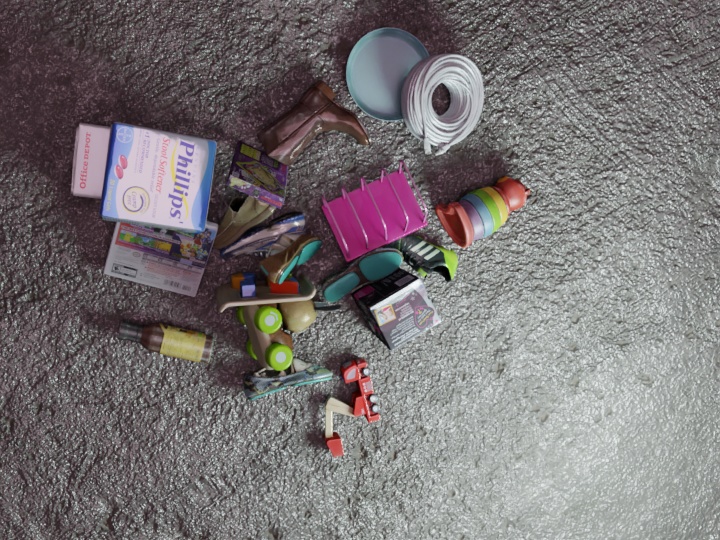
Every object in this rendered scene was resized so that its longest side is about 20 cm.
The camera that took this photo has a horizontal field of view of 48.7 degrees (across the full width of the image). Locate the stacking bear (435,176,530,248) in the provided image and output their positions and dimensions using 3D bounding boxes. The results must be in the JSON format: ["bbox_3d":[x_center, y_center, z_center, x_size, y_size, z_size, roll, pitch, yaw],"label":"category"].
[{"bbox_3d":[0.291,-0.146,1.812,0.199,0.121,0.114,-30,101,-15],"label":"stacking bear"}]

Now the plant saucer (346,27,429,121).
[{"bbox_3d":[0.063,-0.432,1.762,0.199,0.027,0.202,-2,98,-13],"label":"plant saucer"}]

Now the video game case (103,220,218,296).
[{"bbox_3d":[-0.418,-0.045,1.662,0.199,0.023,0.183,16,119,-16],"label":"video game case"}]

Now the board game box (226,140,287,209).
[{"bbox_3d":[-0.210,-0.201,1.643,0.119,0.200,0.032,20,115,-13],"label":"board game box"}]

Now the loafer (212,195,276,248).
[{"bbox_3d":[-0.255,-0.115,1.669,0.199,0.076,0.068,-32,110,28],"label":"loafer"}]

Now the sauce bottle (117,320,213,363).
[{"bbox_3d":[-0.416,0.149,1.705,0.199,0.065,0.065,15,93,-16],"label":"sauce bottle"}]

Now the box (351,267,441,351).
[{"bbox_3d":[0.075,0.079,1.739,0.132,0.200,0.115,-29,104,-7],"label":"box"}]

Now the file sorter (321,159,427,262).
[{"bbox_3d":[0.030,-0.132,1.712,0.199,0.125,0.140,-25,80,-3],"label":"file sorter"}]

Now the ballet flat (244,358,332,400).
[{"bbox_3d":[-0.163,0.232,1.768,0.199,0.074,0.075,-13,100,-14],"label":"ballet flat"}]

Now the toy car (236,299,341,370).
[{"bbox_3d":[-0.144,0.113,1.725,0.199,0.164,0.159,-20,101,-22],"label":"toy car"}]

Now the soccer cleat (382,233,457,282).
[{"bbox_3d":[0.130,-0.032,1.799,0.199,0.068,0.082,17,62,-15],"label":"soccer cleat"}]

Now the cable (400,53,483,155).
[{"bbox_3d":[0.182,-0.376,1.756,0.199,0.069,0.201,-30,116,-20],"label":"cable"}]

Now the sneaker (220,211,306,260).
[{"bbox_3d":[-0.204,-0.054,1.725,0.199,0.077,0.086,-22,105,-9],"label":"sneaker"}]

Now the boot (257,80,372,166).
[{"bbox_3d":[-0.101,-0.281,1.720,0.200,0.064,0.186,-45,90,-10],"label":"boot"}]

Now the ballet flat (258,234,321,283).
[{"bbox_3d":[-0.151,-0.037,1.668,0.072,0.200,0.068,33,126,8],"label":"ballet flat"}]

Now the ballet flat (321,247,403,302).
[{"bbox_3d":[0.000,0.000,1.770,0.199,0.074,0.075,-26,102,4],"label":"ballet flat"}]

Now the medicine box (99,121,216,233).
[{"bbox_3d":[-0.395,-0.177,1.555,0.199,0.103,0.184,8,88,-16],"label":"medicine box"}]

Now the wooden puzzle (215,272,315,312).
[{"bbox_3d":[-0.205,0.033,1.676,0.198,0.185,0.047,-9,103,-11],"label":"wooden puzzle"}]

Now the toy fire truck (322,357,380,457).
[{"bbox_3d":[-0.030,0.311,1.822,0.140,0.049,0.201,-16,100,-10],"label":"toy fire truck"}]

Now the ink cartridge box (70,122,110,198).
[{"bbox_3d":[-0.481,-0.215,1.635,0.198,0.083,0.146,6,96,-14],"label":"ink cartridge box"}]
